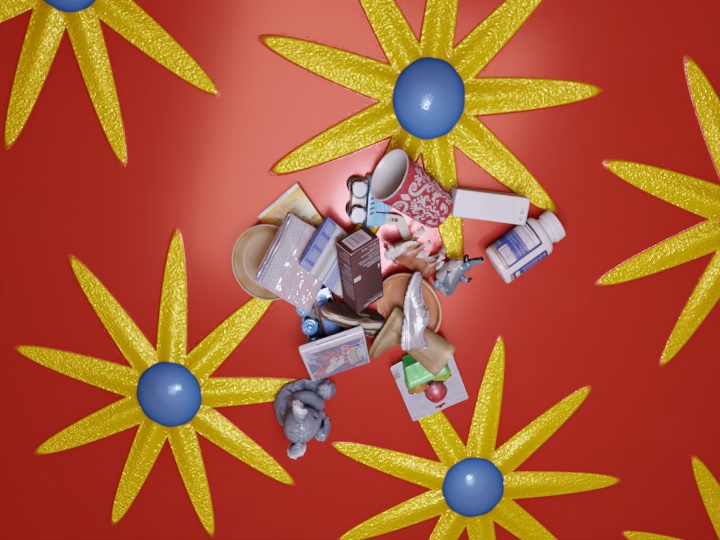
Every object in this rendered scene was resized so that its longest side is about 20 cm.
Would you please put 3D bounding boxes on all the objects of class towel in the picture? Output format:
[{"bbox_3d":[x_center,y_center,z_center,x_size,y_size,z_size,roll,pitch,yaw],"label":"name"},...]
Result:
[{"bbox_3d":[-0.201,-0.021,1.508,0.193,0.023,0.158,-14,104,8],"label":"towel"},{"bbox_3d":[-0.068,-0.032,1.462,0.199,0.023,0.150,39,79,-45],"label":"towel"},{"bbox_3d":[-0.158,-0.020,1.433,0.189,0.032,0.205,32,82,-36],"label":"towel"}]

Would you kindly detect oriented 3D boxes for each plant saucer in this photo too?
[{"bbox_3d":[-0.246,-0.023,1.480,0.192,0.036,0.209,1,104,3],"label":"plant saucer"},{"bbox_3d":[0.136,0.098,1.521,0.194,0.037,0.207,14,119,25],"label":"plant saucer"}]

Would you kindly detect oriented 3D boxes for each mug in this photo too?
[{"bbox_3d":[0.138,-0.219,1.420,0.197,0.184,0.131,26,143,-37],"label":"mug"}]

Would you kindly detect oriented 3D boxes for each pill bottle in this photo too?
[{"bbox_3d":[0.443,-0.068,1.484,0.197,0.111,0.112,-36,101,7],"label":"pill bottle"}]

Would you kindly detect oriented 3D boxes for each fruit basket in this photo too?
[{"bbox_3d":[0.199,0.320,1.595,0.180,0.095,0.204,-23,117,5],"label":"fruit basket"}]

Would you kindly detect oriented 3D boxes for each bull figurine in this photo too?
[{"bbox_3d":[0.147,-0.044,1.466,0.120,0.067,0.198,-34,141,23],"label":"bull figurine"}]

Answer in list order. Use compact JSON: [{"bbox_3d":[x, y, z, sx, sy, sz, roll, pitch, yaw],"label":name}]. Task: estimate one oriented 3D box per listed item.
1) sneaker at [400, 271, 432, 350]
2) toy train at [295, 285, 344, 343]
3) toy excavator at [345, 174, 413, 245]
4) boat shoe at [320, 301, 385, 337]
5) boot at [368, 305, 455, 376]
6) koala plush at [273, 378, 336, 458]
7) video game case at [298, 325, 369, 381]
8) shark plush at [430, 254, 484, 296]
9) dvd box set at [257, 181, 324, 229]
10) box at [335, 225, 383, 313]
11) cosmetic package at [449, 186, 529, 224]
[{"bbox_3d":[0.150,0.106,1.442,0.079,0.075,0.209,5,98,4],"label":"sneaker"},{"bbox_3d":[-0.111,0.137,1.542,0.110,0.087,0.207,-17,102,-3],"label":"toy train"},{"bbox_3d":[0.059,-0.151,1.478,0.192,0.100,0.202,1,104,-10],"label":"toy excavator"},{"bbox_3d":[-0.026,0.146,1.504,0.196,0.075,0.077,16,115,-27],"label":"boat shoe"},{"bbox_3d":[0.135,0.221,1.505,0.197,0.066,0.178,36,115,10],"label":"boot"},{"bbox_3d":[-0.166,0.414,1.543,0.176,0.200,0.185,8,104,-2],"label":"koala plush"},{"bbox_3d":[-0.067,0.232,1.516,0.176,0.024,0.202,-18,147,-4],"label":"video game case"},{"bbox_3d":[0.265,0.003,1.484,0.082,0.092,0.200,34,132,-11],"label":"shark plush"},{"bbox_3d":[-0.166,-0.113,1.510,0.144,0.029,0.203,-35,101,8],"label":"dvd box set"},{"bbox_3d":[0.000,0.000,1.451,0.099,0.075,0.205,-31,137,-25],"label":"box"},{"bbox_3d":[0.335,-0.174,1.466,0.192,0.102,0.077,8,103,-4],"label":"cosmetic package"}]
